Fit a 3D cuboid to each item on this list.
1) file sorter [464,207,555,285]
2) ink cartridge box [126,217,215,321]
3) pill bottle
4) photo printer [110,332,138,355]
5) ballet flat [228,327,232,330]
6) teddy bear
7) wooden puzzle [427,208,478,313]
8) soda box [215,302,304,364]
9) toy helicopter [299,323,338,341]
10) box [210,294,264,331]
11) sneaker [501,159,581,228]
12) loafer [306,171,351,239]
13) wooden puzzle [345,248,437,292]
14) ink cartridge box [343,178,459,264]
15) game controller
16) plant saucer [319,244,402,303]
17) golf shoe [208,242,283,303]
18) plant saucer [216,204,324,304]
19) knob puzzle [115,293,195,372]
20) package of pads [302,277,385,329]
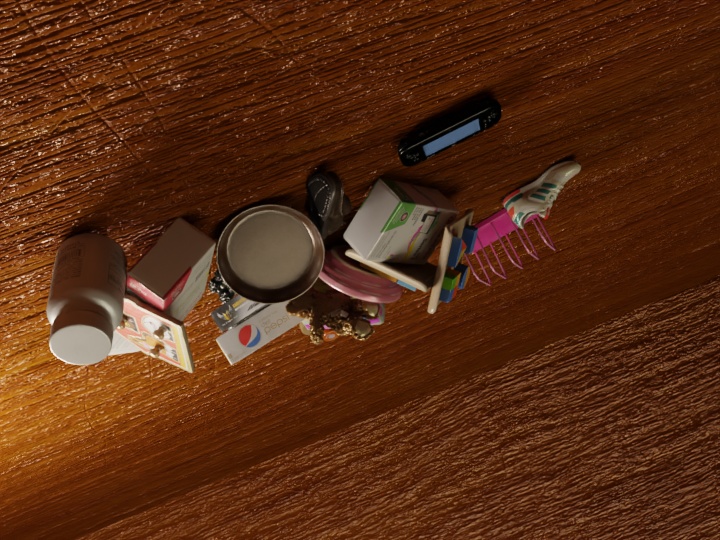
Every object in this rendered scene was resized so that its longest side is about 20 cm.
[{"bbox_3d":[0.364,-0.064,1.914,0.200,0.126,0.139,-31,158,19],"label":"file sorter"},{"bbox_3d":[-0.340,0.024,1.365,0.145,0.083,0.200,-55,177,-33],"label":"ink cartridge box"},{"bbox_3d":[-0.431,0.045,1.214,0.114,0.200,0.115,-7,133,-7],"label":"pill bottle"},{"bbox_3d":[-0.478,0.109,1.532,0.199,0.070,0.166,-4,151,-42],"label":"photo printer"},{"bbox_3d":[-0.230,0.105,1.783,0.199,0.074,0.074,-7,154,-36],"label":"ballet flat"},{"bbox_3d":[-0.055,0.090,1.611,0.199,0.146,0.067,-3,151,9],"label":"teddy bear"},{"bbox_3d":[0.200,-0.020,1.603,0.200,0.046,0.186,-39,142,-63],"label":"wooden puzzle"},{"bbox_3d":[-0.212,0.123,1.674,0.199,0.068,0.064,-32,-178,-7],"label":"soda box"},{"bbox_3d":[-0.097,0.093,1.917,0.132,0.079,0.200,1,139,-30],"label":"toy helicopter"},{"bbox_3d":[-0.198,0.045,1.626,0.200,0.048,0.158,-31,-179,21],"label":"box"},{"bbox_3d":[0.429,-0.170,1.772,0.199,0.094,0.070,-31,158,21],"label":"sneaker"},{"bbox_3d":[-0.055,-0.129,1.420,0.071,0.073,0.200,-28,166,-17],"label":"loafer"},{"bbox_3d":[0.077,-0.009,1.621,0.037,0.184,0.200,-68,166,15],"label":"wooden puzzle"},{"bbox_3d":[0.085,-0.095,1.556,0.200,0.084,0.145,3,127,-49],"label":"ink cartridge box"},{"bbox_3d":[0.161,-0.246,1.388,0.199,0.042,0.104,-25,159,7],"label":"game controller"},{"bbox_3d":[0.000,0.000,1.637,0.200,0.200,0.051,0,118,-45],"label":"plant saucer"},{"bbox_3d":[-0.215,-0.020,1.519,0.200,0.078,0.094,-37,178,27],"label":"golf shoe"},{"bbox_3d":[-0.167,-0.033,1.432,0.199,0.032,0.201,-4,116,-8],"label":"plant saucer"},{"bbox_3d":[-0.393,0.106,1.352,0.031,0.219,0.220,-61,179,-31],"label":"knob puzzle"},{"bbox_3d":[-0.056,0.073,1.775,0.199,0.068,0.155,-6,149,14],"label":"package of pads"}]
